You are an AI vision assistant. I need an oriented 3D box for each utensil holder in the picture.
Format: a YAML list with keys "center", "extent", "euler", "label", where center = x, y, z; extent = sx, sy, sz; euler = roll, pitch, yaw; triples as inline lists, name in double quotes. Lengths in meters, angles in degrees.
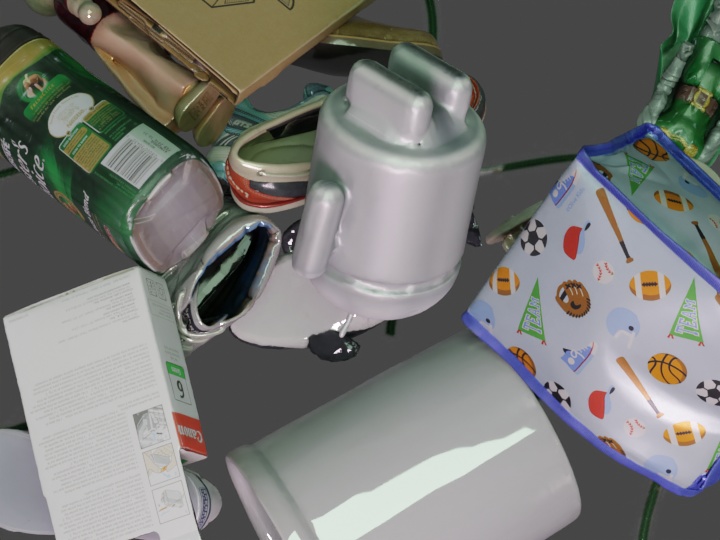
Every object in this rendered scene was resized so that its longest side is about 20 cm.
- center: [0.030, 0.154, 1.489]
  extent: [0.199, 0.170, 0.170]
  euler: [-30, 87, -11]
  label: "utensil holder"

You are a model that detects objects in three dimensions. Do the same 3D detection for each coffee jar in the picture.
- center: [-0.195, -0.089, 1.496]
  extent: [0.200, 0.104, 0.085]
  euler: [37, 78, 26]
  label: "coffee jar"

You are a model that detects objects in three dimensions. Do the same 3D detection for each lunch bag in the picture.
- center: [0.200, 0.031, 1.418]
  extent: [0.200, 0.170, 0.124]
  euler: [45, 38, 18]
  label: "lunch bag"

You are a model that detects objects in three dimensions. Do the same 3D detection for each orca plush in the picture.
- center: [0.000, 0.000, 1.552]
  extent: [0.200, 0.071, 0.105]
  euler: [-39, 78, 11]
  label: "orca plush"

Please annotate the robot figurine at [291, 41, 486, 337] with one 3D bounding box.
- center: [0.020, -0.050, 1.424]
  extent: [0.169, 0.201, 0.113]
  euler: [-23, 46, -39]
  label: "robot figurine"

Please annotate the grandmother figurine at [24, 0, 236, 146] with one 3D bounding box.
- center: [-0.182, -0.171, 1.535]
  extent: [0.200, 0.121, 0.061]
  euler: [39, 81, 21]
  label: "grandmother figurine"

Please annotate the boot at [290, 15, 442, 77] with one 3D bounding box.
- center: [-0.035, -0.188, 1.575]
  extent: [0.199, 0.074, 0.076]
  euler: [8, 72, -3]
  label: "boot"

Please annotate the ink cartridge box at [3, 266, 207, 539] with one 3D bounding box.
- center: [-0.167, 0.110, 1.452]
  extent: [0.109, 0.050, 0.201]
  euler: [-20, 74, 15]
  label: "ink cartridge box"

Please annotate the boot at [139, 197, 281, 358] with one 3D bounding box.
- center: [-0.136, 0.033, 1.513]
  extent: [0.073, 0.095, 0.200]
  euler: [39, 80, -23]
  label: "boot"

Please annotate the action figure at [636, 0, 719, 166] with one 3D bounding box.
- center: [0.266, -0.148, 1.607]
  extent: [0.118, 0.055, 0.201]
  euler: [28, 85, -5]
  label: "action figure"

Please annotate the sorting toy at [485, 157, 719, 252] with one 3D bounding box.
- center: [0.220, 0.000, 1.509]
  extent: [0.107, 0.180, 0.200]
  euler: [-37, 89, -35]
  label: "sorting toy"

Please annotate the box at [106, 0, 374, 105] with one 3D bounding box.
- center: [-0.086, -0.219, 1.533]
  extent: [0.163, 0.021, 0.200]
  euler: [39, 52, 12]
  label: "box"

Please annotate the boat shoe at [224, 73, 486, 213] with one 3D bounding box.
- center: [-0.001, -0.098, 1.498]
  extent: [0.199, 0.063, 0.071]
  euler: [-19, 66, -10]
  label: "boat shoe"

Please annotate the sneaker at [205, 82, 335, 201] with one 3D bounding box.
- center: [-0.014, -0.097, 1.560]
  extent: [0.199, 0.078, 0.087]
  euler: [2, 80, -6]
  label: "sneaker"

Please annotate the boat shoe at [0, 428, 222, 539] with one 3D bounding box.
- center: [-0.196, 0.158, 1.516]
  extent: [0.199, 0.065, 0.074]
  euler: [13, 89, 17]
  label: "boat shoe"
